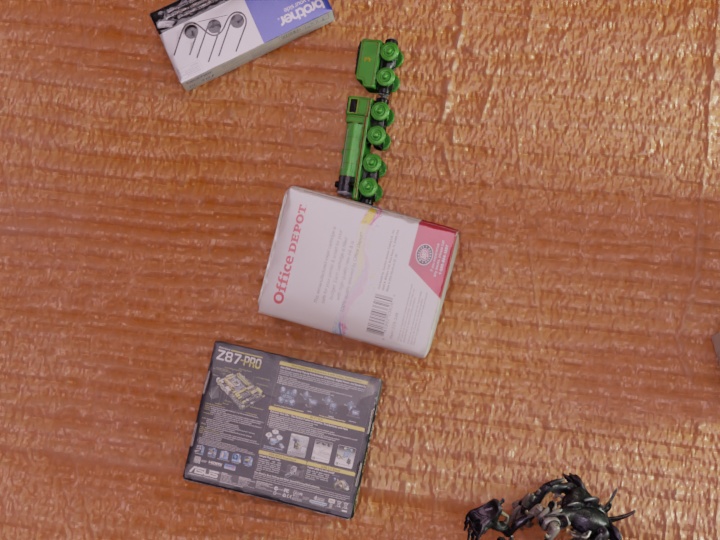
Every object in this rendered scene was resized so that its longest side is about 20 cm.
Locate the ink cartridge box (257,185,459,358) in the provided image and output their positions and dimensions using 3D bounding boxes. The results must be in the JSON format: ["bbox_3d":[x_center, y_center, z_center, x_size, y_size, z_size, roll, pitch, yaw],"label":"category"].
[{"bbox_3d":[0.000,0.000,1.609,0.197,0.086,0.150,16,93,7],"label":"ink cartridge box"}]

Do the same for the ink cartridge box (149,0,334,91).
[{"bbox_3d":[-0.138,-0.299,1.688,0.198,0.044,0.095,-26,83,0],"label":"ink cartridge box"}]

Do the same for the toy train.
[{"bbox_3d":[0.009,-0.174,1.666,0.056,0.042,0.203,8,83,15],"label":"toy train"}]

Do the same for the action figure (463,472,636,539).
[{"bbox_3d":[0.203,0.286,1.558,0.198,0.103,0.119,-3,46,-34],"label":"action figure"}]

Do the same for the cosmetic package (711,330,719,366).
[{"bbox_3d":[0.500,0.091,1.579,0.197,0.071,0.103,-15,82,2],"label":"cosmetic package"}]

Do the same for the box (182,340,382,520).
[{"bbox_3d":[-0.087,0.179,1.618,0.197,0.049,0.164,12,85,5],"label":"box"}]
